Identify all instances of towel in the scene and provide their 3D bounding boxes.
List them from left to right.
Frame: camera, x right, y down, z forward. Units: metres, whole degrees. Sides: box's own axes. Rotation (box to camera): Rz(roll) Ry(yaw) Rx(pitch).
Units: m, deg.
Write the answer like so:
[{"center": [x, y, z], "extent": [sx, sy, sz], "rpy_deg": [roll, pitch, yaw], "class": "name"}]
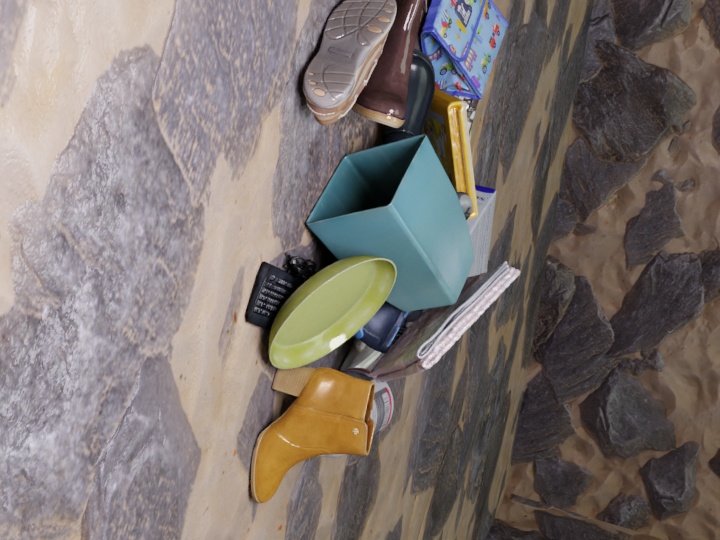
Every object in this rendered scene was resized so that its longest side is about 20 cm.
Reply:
[{"center": [0.112, 0.071, 1.564], "extent": [0.200, 0.032, 0.191], "rpy_deg": [-44, -175, -21], "class": "towel"}]

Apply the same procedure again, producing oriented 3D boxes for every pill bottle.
[{"center": [-0.029, 0.206, 1.636], "extent": [0.200, 0.110, 0.111], "rpy_deg": [-10, 113, -72], "class": "pill bottle"}]

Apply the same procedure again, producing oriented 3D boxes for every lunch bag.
[{"center": [0.148, -0.393, 1.810], "extent": [0.200, 0.094, 0.151], "rpy_deg": [50, 57, -55], "class": "lunch bag"}]

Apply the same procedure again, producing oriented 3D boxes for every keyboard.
[{"center": [-0.084, 0.031, 1.436], "extent": [0.200, 0.039, 0.105], "rpy_deg": [30, 75, -74], "class": "keyboard"}]

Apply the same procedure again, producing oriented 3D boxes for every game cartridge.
[{"center": [0.122, -0.184, 1.727], "extent": [0.200, 0.032, 0.177], "rpy_deg": [-135, -145, -67], "class": "game cartridge"}]

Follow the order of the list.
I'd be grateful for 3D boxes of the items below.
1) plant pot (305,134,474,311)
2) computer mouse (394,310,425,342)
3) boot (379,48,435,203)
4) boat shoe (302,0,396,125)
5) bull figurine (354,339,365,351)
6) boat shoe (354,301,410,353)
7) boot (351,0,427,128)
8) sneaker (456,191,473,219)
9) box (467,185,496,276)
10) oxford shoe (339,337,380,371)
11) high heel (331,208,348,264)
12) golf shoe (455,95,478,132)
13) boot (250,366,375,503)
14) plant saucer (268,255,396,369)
[{"center": [0.056, -0.048, 1.513], "extent": [0.200, 0.141, 0.142], "rpy_deg": [54, 44, -30], "class": "plant pot"}, {"center": [0.087, 0.027, 1.895], "extent": [0.053, 0.138, 0.201], "rpy_deg": [26, 69, -56], "class": "computer mouse"}, {"center": [0.064, -0.188, 1.606], "extent": [0.201, 0.076, 0.169], "rpy_deg": [96, -2, -46], "class": "boot"}, {"center": [-0.015, -0.259, 1.381], "extent": [0.200, 0.076, 0.072], "rpy_deg": [-59, 165, -29], "class": "boat shoe"}, {"center": [0.021, 0.050, 1.709], "extent": [0.200, 0.065, 0.122], "rpy_deg": [-42, 169, -29], "class": "bull figurine"}, {"center": [0.064, 0.036, 1.641], "extent": [0.200, 0.069, 0.084], "rpy_deg": [-50, -171, -18], "class": "boat shoe"}, {"center": [0.041, -0.282, 1.432], "extent": [0.200, 0.072, 0.167], "rpy_deg": [-104, -147, -62], "class": "boot"}, {"center": [0.081, -0.088, 1.675], "extent": [0.075, 0.200, 0.080], "rpy_deg": [7, 70, -42], "class": "sneaker"}, {"center": [0.169, -0.040, 2.102], "extent": [0.200, 0.105, 0.185], "rpy_deg": [-52, 151, -53], "class": "box"}, {"center": [0.016, 0.095, 1.804], "extent": [0.058, 0.075, 0.200], "rpy_deg": [50, 51, -17], "class": "oxford shoe"}, {"center": [0.000, 0.000, 1.622], "extent": [0.142, 0.071, 0.201], "rpy_deg": [-14, 108, -65], "class": "high heel"}, {"center": [0.159, -0.272, 1.909], "extent": [0.095, 0.077, 0.201], "rpy_deg": [105, -4, -65], "class": "golf shoe"}, {"center": [-0.059, 0.228, 1.496], "extent": [0.071, 0.143, 0.202], "rpy_deg": [-3, 107, -72], "class": "boot"}, {"center": [-0.041, 0.047, 1.445], "extent": [0.200, 0.031, 0.200], "rpy_deg": [-34, 156, -17], "class": "plant saucer"}]
